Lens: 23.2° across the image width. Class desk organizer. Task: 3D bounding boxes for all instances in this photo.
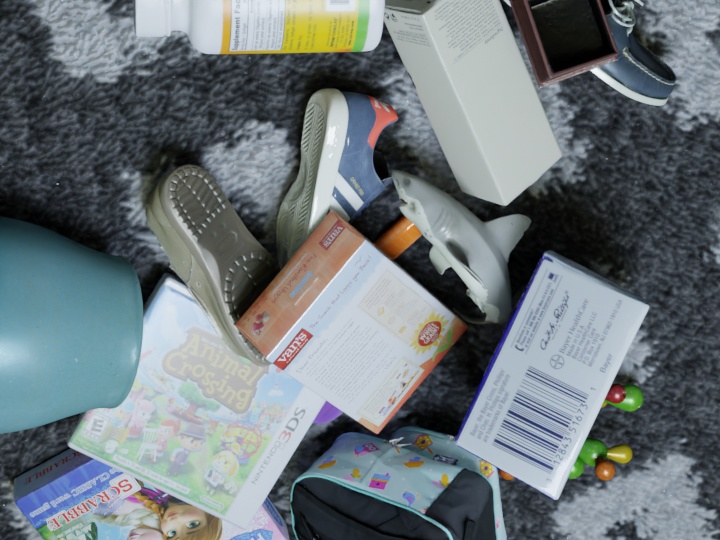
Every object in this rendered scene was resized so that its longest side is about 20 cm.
[{"bbox_3d":[0.148,-0.257,1.421,0.071,0.077,0.202,-19,92,1],"label":"desk organizer"}]

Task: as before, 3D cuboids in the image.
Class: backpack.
[{"bbox_3d":[0.038,0.239,1.678,0.198,0.154,0.177,10,131,27],"label":"backpack"}]

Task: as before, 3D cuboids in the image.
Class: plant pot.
[{"bbox_3d":[-0.294,0.047,1.507,0.186,0.200,0.202,4,120,-27],"label":"plant pot"}]

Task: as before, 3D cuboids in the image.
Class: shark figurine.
[{"bbox_3d":[0.119,-0.009,1.557,0.089,0.128,0.215,-42,134,-7],"label":"shark figurine"}]

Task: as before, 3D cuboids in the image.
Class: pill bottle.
[{"bbox_3d":[-0.085,-0.232,1.422,0.198,0.111,0.112,-2,120,-9],"label":"pill bottle"}]

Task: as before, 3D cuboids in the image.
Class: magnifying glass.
[{"bbox_3d":[0.000,0.000,1.624,0.200,0.022,0.080,-40,118,15],"label":"magnifying glass"}]

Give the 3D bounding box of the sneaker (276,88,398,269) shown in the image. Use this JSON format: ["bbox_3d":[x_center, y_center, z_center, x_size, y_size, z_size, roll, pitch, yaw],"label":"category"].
[{"bbox_3d":[-0.017,-0.065,1.555,0.084,0.075,0.201,0,127,-25],"label":"sneaker"}]

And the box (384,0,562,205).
[{"bbox_3d":[0.096,-0.161,1.505,0.082,0.068,0.201,-39,123,-22],"label":"box"}]

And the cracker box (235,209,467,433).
[{"bbox_3d":[-0.005,0.049,1.571,0.134,0.058,0.200,-49,141,1],"label":"cracker box"}]

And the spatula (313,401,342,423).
[{"bbox_3d":[-0.084,0.084,1.653,0.199,0.021,0.057,37,103,-25],"label":"spatula"}]

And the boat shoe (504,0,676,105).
[{"bbox_3d":[0.200,-0.217,1.506,0.199,0.075,0.062,35,114,-13],"label":"boat shoe"}]

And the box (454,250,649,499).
[{"bbox_3d":[0.171,0.087,1.562,0.104,0.200,0.185,26,94,7],"label":"box"}]

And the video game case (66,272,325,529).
[{"bbox_3d":[-0.142,0.124,1.623,0.199,0.022,0.183,29,98,-23],"label":"video game case"}]

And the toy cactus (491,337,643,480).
[{"bbox_3d":[0.171,0.142,1.702,0.198,0.102,0.166,-23,111,15],"label":"toy cactus"}]

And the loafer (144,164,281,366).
[{"bbox_3d":[-0.126,-0.005,1.562,0.076,0.068,0.201,-38,112,-30],"label":"loafer"}]

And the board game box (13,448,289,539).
[{"bbox_3d":[-0.201,0.236,1.706,0.199,0.041,0.200,-29,120,6],"label":"board game box"}]
